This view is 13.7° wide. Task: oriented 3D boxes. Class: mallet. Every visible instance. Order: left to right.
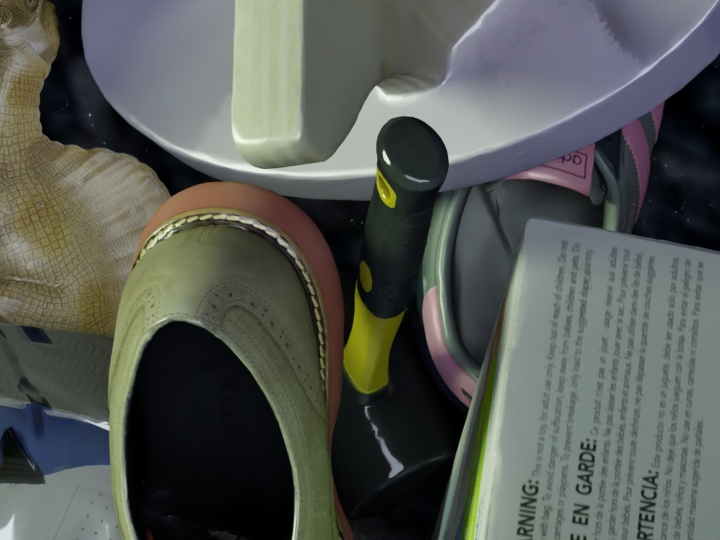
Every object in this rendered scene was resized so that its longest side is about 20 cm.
[{"bbox_3d":[0.000,0.000,0.777,0.041,0.200,0.066,-26,66,-14],"label":"mallet"}]

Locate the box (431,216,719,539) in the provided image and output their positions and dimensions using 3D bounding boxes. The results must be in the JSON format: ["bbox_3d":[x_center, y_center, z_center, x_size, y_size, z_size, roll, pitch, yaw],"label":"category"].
[{"bbox_3d":[0.070,0.094,0.786,0.101,0.200,0.113,11,56,-1],"label":"box"}]

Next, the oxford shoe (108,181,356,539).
[{"bbox_3d":[-0.033,0.083,0.743,0.070,0.075,0.201,-5,112,13],"label":"oxford shoe"}]

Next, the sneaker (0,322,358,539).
[{"bbox_3d":[-0.109,0.075,0.812,0.199,0.081,0.115,19,109,-31],"label":"sneaker"}]

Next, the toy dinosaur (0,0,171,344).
[{"bbox_3d":[-0.095,0.012,0.857,0.101,0.058,0.200,-20,96,0],"label":"toy dinosaur"}]

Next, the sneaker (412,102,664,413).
[{"bbox_3d":[0.058,-0.053,0.839,0.070,0.082,0.201,6,96,-1],"label":"sneaker"}]

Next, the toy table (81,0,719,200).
[{"bbox_3d":[-0.002,-0.096,0.779,0.200,0.117,0.184,-19,65,17],"label":"toy table"}]
